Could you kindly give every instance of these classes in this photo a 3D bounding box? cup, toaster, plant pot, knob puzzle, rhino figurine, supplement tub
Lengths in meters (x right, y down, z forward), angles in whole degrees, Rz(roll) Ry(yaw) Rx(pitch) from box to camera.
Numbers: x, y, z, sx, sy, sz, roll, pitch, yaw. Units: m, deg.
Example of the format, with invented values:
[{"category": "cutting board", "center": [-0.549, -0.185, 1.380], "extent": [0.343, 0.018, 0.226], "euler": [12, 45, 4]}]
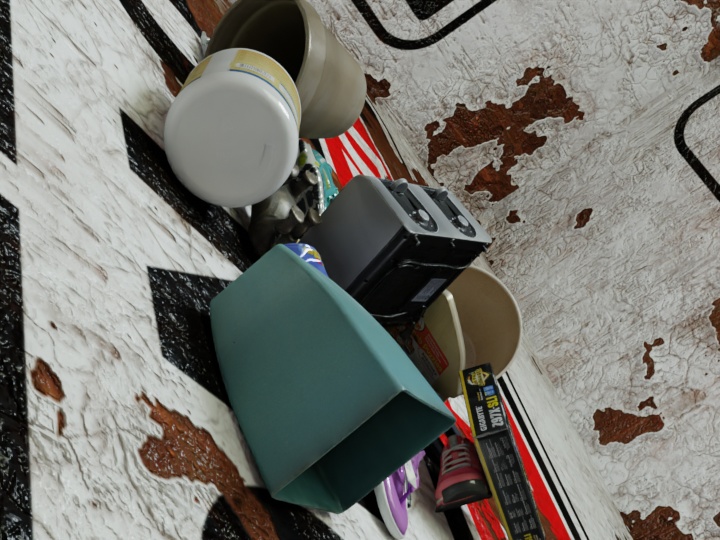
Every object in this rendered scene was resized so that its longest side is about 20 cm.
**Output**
[{"category": "cup", "center": [0.135, 0.109, 1.537], "extent": [0.202, 0.199, 0.144], "euler": [61, -14, 21]}, {"category": "toaster", "center": [0.034, -0.016, 1.240], "extent": [0.180, 0.200, 0.119], "euler": [4, 46, -49]}, {"category": "plant pot", "center": [-0.087, -0.259, 1.371], "extent": [0.173, 0.200, 0.201], "euler": [15, 40, -48]}, {"category": "knob puzzle", "center": [0.088, 0.083, 1.375], "extent": [0.219, 0.030, 0.222], "euler": [33, -48, 45]}, {"category": "rhino figurine", "center": [-0.099, -0.091, 1.214], "extent": [0.060, 0.087, 0.201], "euler": [38, 28, -31]}, {"category": "plant pot", "center": [-0.042, 0.087, 0.905], "extent": [0.201, 0.141, 0.141], "euler": [55, 9, 28]}, {"category": "supplement tub", "center": [-0.139, -0.168, 1.140], "extent": [0.145, 0.144, 0.200], "euler": [53, 12, -19]}]

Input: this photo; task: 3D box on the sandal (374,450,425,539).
[{"category": "sandal", "center": [0.043, 0.195, 1.102], "extent": [0.204, 0.049, 0.083], "euler": [-91, 155, -50]}]

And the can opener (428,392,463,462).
[{"category": "can opener", "center": [0.095, 0.199, 1.357], "extent": [0.200, 0.063, 0.079], "euler": [50, 13, -32]}]

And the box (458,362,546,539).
[{"category": "box", "center": [0.180, 0.241, 1.274], "extent": [0.160, 0.049, 0.202], "euler": [-89, 160, -65]}]

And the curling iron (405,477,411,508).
[{"category": "curling iron", "center": [0.045, 0.209, 1.210], "extent": [0.050, 0.025, 0.201], "euler": [48, 14, -26]}]

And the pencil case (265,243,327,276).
[{"category": "pencil case", "center": [-0.048, 0.067, 1.058], "extent": [0.086, 0.078, 0.201], "euler": [6, 46, -38]}]

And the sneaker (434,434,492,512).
[{"category": "sneaker", "center": [0.121, 0.253, 1.278], "extent": [0.200, 0.073, 0.088], "euler": [45, 28, -77]}]

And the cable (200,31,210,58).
[{"category": "cable", "center": [-0.158, -0.270, 1.529], "extent": [0.200, 0.069, 0.201], "euler": [50, 13, -34]}]

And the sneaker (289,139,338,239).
[{"category": "sneaker", "center": [-0.059, -0.104, 1.338], "extent": [0.079, 0.077, 0.201], "euler": [34, 27, -26]}]

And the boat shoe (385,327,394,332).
[{"category": "boat shoe", "center": [0.000, 0.000, 1.384], "extent": [0.065, 0.072, 0.202], "euler": [132, -52, -62]}]
